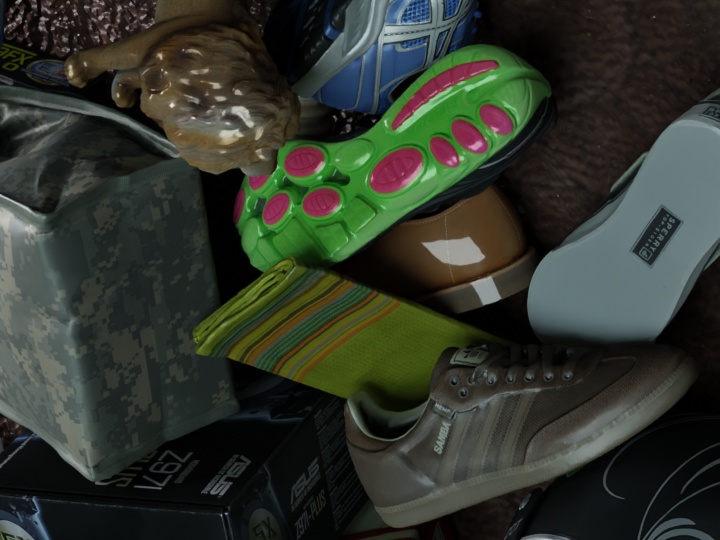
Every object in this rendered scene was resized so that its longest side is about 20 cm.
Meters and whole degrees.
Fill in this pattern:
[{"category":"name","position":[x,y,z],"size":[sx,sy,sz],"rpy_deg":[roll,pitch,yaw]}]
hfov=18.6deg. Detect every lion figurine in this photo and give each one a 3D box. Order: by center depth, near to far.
[{"category":"lion figurine","position":[-0.075,-0.140,1.108],"size":[0.122,0.072,0.201],"rpy_deg":[-6,68,34]}]

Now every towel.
[{"category":"towel","position":[0.014,0.046,1.170],"size":[0.199,0.018,0.086],"rpy_deg":[21,137,-36]}]

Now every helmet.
[{"category":"helmet","position":[0.180,0.171,1.123],"size":[0.200,0.190,0.201],"rpy_deg":[28,129,41]}]

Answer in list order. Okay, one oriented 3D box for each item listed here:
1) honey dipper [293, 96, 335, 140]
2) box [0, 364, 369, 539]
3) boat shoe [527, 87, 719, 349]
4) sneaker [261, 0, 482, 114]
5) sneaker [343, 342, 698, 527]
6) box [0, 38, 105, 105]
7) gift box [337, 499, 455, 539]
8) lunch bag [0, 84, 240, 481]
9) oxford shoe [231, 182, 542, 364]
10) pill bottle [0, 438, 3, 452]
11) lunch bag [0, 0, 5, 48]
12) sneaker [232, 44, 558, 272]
[{"category":"honey dipper","position":[-0.028,-0.151,1.158],"size":[0.038,0.038,0.201],"rpy_deg":[13,116,21]},{"category":"box","position":[-0.094,0.114,1.223],"size":[0.163,0.200,0.086],"rpy_deg":[2,116,26]},{"category":"boat shoe","position":[0.153,-0.020,1.109],"size":[0.071,0.064,0.200],"rpy_deg":[43,138,5]},{"category":"sneaker","position":[0.035,-0.157,1.108],"size":[0.077,0.076,0.200],"rpy_deg":[25,126,-33]},{"category":"sneaker","position":[0.074,0.069,1.128],"size":[0.200,0.070,0.076],"rpy_deg":[-27,97,28]},{"category":"box","position":[-0.238,-0.046,1.310],"size":[0.160,0.044,0.201],"rpy_deg":[19,122,17]},{"category":"gift box","position":[-0.037,0.237,1.239],"size":[0.186,0.200,0.185],"rpy_deg":[-13,108,17]},{"category":"lunch bag","position":[-0.167,-0.005,1.195],"size":[0.200,0.117,0.165],"rpy_deg":[26,133,46]},{"category":"oxford shoe","position":[0.000,0.000,1.203],"size":[0.199,0.071,0.072],"rpy_deg":[-20,100,22]},{"category":"pill bottle","position":[-0.330,0.141,1.410],"size":[0.199,0.113,0.114],"rpy_deg":[-17,106,32]},{"category":"lunch bag","position":[-0.252,-0.192,1.146],"size":[0.082,0.161,0.201],"rpy_deg":[7,97,21]},{"category":"sneaker","position":[0.019,-0.047,1.136],"size":[0.199,0.084,0.077],"rpy_deg":[-24,72,31]}]
